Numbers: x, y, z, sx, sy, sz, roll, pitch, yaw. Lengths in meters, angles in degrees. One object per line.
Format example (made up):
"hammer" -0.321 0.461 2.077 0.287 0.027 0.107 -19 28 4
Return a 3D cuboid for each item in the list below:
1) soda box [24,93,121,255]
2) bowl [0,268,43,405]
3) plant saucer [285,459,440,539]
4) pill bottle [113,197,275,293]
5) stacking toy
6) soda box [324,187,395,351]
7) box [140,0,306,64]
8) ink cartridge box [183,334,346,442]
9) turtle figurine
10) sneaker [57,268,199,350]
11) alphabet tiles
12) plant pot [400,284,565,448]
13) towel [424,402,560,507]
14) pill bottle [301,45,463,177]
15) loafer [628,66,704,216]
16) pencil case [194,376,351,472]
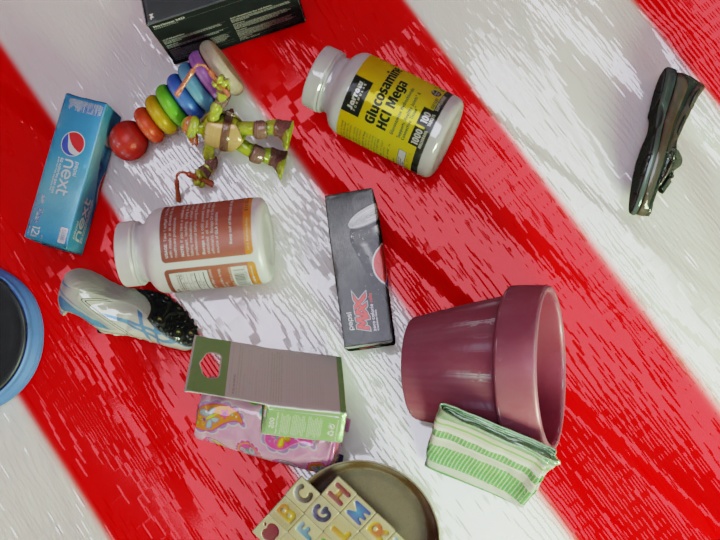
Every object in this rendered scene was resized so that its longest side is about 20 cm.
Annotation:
"soda box" -0.389 -0.130 1.439 0.063 0.068 0.204 14 84 6
"bowl" -0.530 0.090 1.436 0.196 0.039 0.205 -1 82 4
"plant saucer" 0.004 0.333 1.339 0.196 0.032 0.205 1 99 7
"pill bottle" -0.216 -0.031 1.388 0.196 0.112 0.115 -5 82 4
"stacking toy" -0.257 -0.220 1.442 0.199 0.085 0.086 -37 81 6
"soda box" 0.000 0.000 1.390 0.069 0.063 0.204 -9 82 4
"box" -0.184 -0.363 1.417 0.196 0.141 0.080 -17 81 2
"ink cartridge box" -0.117 0.146 1.319 0.196 0.146 0.049 7 113 -7
"turtle figurine" -0.175 -0.172 1.419 0.158 0.065 0.203 13 117 -4
"sneaker" -0.309 0.062 1.414 0.197 0.072 0.073 23 123 0
"alphabet tiles" -0.033 0.361 1.330 0.200 0.006 0.167 43 102 0
"plant pot" 0.151 0.120 1.306 0.175 0.200 0.205 -2 82 20
"towel" 0.153 0.228 1.280 0.150 0.201 0.024 22 65 8
"pill bottle" 0.027 -0.214 1.392 0.197 0.112 0.114 26 85 8
"loafer" 0.401 -0.164 1.377 0.062 0.072 0.204 15 82 1
"pencil case" -0.114 0.199 1.366 0.196 0.087 0.089 12 83 6
